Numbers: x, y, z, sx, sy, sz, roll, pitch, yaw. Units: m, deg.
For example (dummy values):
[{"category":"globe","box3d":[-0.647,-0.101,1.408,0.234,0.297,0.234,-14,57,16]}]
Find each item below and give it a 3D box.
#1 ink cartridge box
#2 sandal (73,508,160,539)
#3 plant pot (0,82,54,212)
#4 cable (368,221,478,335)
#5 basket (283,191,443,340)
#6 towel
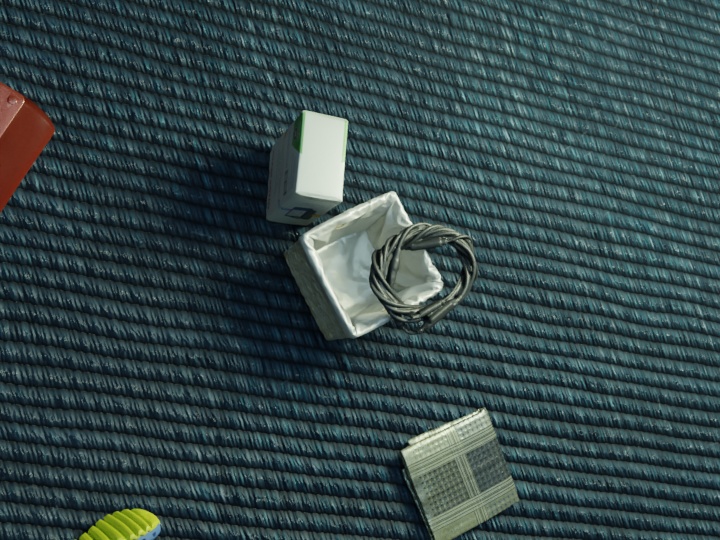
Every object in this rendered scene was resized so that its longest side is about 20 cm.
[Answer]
[{"category":"ink cartridge box","box3d":[-0.096,-0.171,1.562,0.087,0.200,0.146,8,77,-21]},{"category":"sandal","box3d":[-0.407,0.449,1.422,0.200,0.079,0.087,-25,120,-26]},{"category":"plant pot","box3d":[-0.614,-0.223,1.404,0.200,0.176,0.200,31,72,-11]},{"category":"cable","box3d":[0.108,0.001,1.519,0.200,0.051,0.163,-39,90,-17]},{"category":"basket","box3d":[0.000,0.000,1.586,0.198,0.161,0.200,-28,90,-21]},{"category":"towel","box3d":[0.178,0.376,1.656,0.200,0.035,0.193,-21,91,-23]}]
